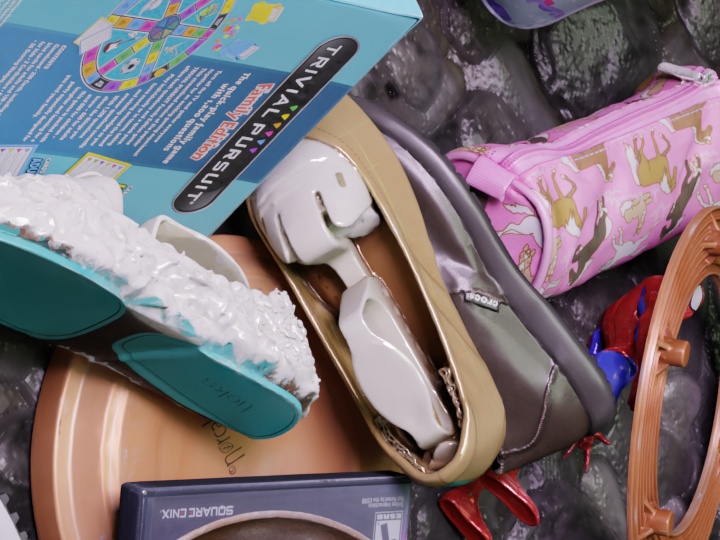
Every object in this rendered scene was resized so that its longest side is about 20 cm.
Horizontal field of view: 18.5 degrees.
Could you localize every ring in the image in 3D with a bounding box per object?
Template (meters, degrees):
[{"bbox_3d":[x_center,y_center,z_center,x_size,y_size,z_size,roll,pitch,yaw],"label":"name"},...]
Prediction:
[{"bbox_3d":[0.171,0.068,1.110,0.200,0.019,0.203,8,90,-68],"label":"ring"}]

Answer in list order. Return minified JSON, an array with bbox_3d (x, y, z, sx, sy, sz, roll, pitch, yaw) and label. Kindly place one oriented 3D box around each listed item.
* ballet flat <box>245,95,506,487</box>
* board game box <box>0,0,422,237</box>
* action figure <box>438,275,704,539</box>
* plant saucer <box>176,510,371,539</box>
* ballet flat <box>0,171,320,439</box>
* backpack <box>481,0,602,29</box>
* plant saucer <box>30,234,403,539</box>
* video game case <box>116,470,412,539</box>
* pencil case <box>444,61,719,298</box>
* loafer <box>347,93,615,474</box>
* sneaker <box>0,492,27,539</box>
[{"bbox_3d":[0.000,0.000,0.922,0.201,0.068,0.063,58,19,0],"label":"ballet flat"},{"bbox_3d":[-0.098,-0.079,0.825,0.199,0.151,0.047,5,51,-45],"label":"board game box"},{"bbox_3d":[0.116,0.060,1.084,0.052,0.065,0.200,43,53,-1],"label":"action figure"},{"bbox_3d":[-0.043,0.190,0.826,0.199,0.034,0.203,2,88,-39],"label":"plant saucer"},{"bbox_3d":[-0.093,0.003,0.845,0.199,0.071,0.072,34,61,-41],"label":"ballet flat"},{"bbox_3d":[0.096,-0.224,1.028,0.201,0.177,0.151,54,46,-20],"label":"backpack"},{"bbox_3d":[-0.051,0.085,0.933,0.199,0.032,0.202,10,77,-44],"label":"plant saucer"},{"bbox_3d":[-0.044,0.184,0.899,0.142,0.019,0.202,2,94,-41],"label":"video game case"},{"bbox_3d":[0.114,-0.042,1.083,0.199,0.082,0.087,-25,102,-44],"label":"pencil case"},{"bbox_3d":[0.030,0.008,0.976,0.071,0.073,0.200,-40,91,-14],"label":"loafer"},{"bbox_3d":[-0.160,0.136,0.779,0.093,0.070,0.201,-47,125,-40],"label":"sneaker"}]
